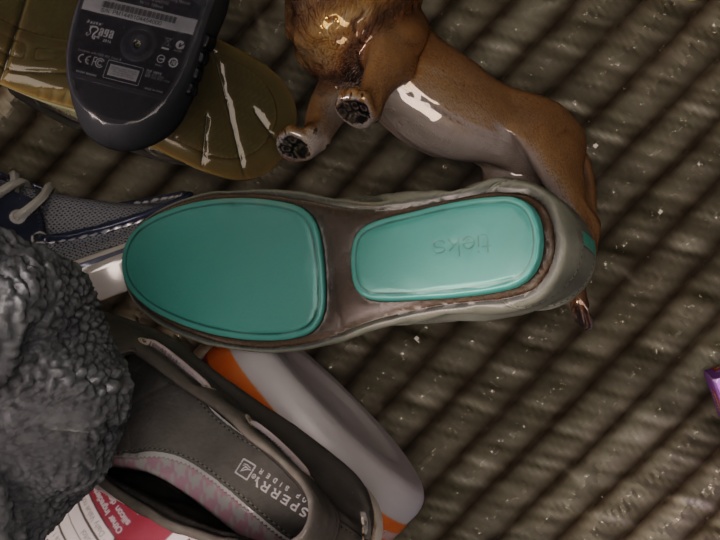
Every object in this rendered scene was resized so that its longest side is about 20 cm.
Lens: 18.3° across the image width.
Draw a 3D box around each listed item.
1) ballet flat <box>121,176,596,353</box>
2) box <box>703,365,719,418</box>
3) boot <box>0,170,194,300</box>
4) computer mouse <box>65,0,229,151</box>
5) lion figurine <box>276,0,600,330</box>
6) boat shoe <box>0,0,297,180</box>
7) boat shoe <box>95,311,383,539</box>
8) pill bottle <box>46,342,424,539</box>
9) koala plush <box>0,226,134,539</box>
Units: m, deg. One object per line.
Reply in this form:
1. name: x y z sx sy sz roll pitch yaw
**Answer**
1. ballet flat: 0.000 0.000 0.907 0.200 0.064 0.068 -3 83 25
2. box: 0.248 0.115 0.971 0.137 0.039 0.200 -20 92 4
3. boot: -0.162 -0.022 0.968 0.200 0.073 0.090 -17 98 5
4. computer mouse: -0.069 -0.141 0.922 0.059 0.034 0.200 17 79 15
5. lion figurine: 0.039 -0.071 0.955 0.200 0.123 0.072 41 132 -15
6. boat shoe: -0.124 -0.095 0.956 0.201 0.066 0.072 28 75 -8
7. boat shoe: -0.080 0.062 0.877 0.200 0.057 0.067 27 86 26
8. pill bottle: -0.078 0.127 0.953 0.113 0.113 0.200 45 95 0
9. koala plush: -0.199 0.024 0.868 0.184 0.200 0.178 8 104 -27
